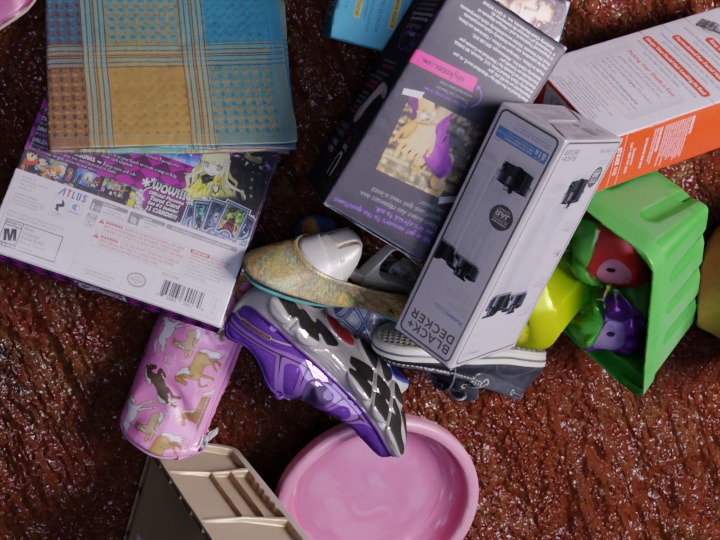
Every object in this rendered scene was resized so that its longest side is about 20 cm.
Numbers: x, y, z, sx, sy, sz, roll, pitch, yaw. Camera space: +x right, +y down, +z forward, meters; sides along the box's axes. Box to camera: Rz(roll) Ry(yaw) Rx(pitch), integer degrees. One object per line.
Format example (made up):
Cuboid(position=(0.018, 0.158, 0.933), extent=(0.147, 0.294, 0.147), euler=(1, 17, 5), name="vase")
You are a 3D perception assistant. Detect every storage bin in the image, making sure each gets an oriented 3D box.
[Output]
Cuboid(position=(-0.146, 0.283, 1.005), extent=(0.093, 0.198, 0.201), euler=(10, 104, -31), name="storage bin")

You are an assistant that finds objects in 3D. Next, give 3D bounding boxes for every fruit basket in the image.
Cuboid(position=(0.188, 0.019, 0.993), extent=(0.215, 0.155, 0.216), euler=(-26, 140, -25), name="fruit basket")

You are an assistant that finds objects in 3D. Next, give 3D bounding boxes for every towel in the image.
Cuboid(position=(-0.156, -0.164, 0.933), extent=(0.199, 0.022, 0.147), euler=(-2, 74, -11), name="towel")

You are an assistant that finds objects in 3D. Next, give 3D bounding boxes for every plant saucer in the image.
Cuboid(position=(0.011, 0.216, 1.076), extent=(0.200, 0.051, 0.201), euler=(-6, 117, -13), name="plant saucer")

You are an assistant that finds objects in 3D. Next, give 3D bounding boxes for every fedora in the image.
Cuboid(position=(0.362, 0.014, 1.057), extent=(0.082, 0.200, 0.201), euler=(10, 107, 25), name="fedora")

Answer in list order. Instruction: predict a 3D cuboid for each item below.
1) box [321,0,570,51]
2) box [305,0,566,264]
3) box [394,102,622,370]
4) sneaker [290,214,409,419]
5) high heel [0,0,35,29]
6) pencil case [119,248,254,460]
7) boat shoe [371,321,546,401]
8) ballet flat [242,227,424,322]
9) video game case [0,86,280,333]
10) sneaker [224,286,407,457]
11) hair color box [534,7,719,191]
Cuboid(position=(0.073, -0.218, 0.981), extent=(0.199, 0.049, 0.083), euler=(11, 103, -13), name="box")
Cuboid(position=(0.055, -0.123, 0.912), extent=(0.106, 0.122, 0.200), euler=(30, 98, -15), name="box")
Cuboid(position=(0.115, -0.028, 0.884), extent=(0.060, 0.117, 0.200), euler=(35, 115, 26), name="box")
Cuboid(position=(-0.008, 0.035, 1.032), extent=(0.088, 0.075, 0.201), euler=(-17, 116, -14), name="sneaker")
Cuboid(position=(-0.278, -0.261, 0.894), extent=(0.200, 0.067, 0.096), euler=(-43, 119, -12), name="high heel")
Cuboid(position=(-0.143, 0.067, 1.003), extent=(0.086, 0.083, 0.201), euler=(20, 100, -15), name="pencil case")
Cuboid(position=(0.089, 0.086, 1.031), extent=(0.200, 0.075, 0.062), euler=(10, 107, -41), name="boat shoe")
Cuboid(position=(0.000, 0.000, 0.940), extent=(0.200, 0.071, 0.071), euler=(17, 102, -28), name="ballet flat")
Cuboid(position=(-0.181, -0.065, 0.931), extent=(0.199, 0.036, 0.182), euler=(18, 75, -6), name="video game case")
Cuboid(position=(-0.035, 0.090, 0.974), extent=(0.083, 0.081, 0.200), euler=(-36, 108, 23), name="sneaker")
Cuboid(position=(0.256, -0.150, 0.975), extent=(0.199, 0.111, 0.064), euler=(-20, 142, -17), name="hair color box")
